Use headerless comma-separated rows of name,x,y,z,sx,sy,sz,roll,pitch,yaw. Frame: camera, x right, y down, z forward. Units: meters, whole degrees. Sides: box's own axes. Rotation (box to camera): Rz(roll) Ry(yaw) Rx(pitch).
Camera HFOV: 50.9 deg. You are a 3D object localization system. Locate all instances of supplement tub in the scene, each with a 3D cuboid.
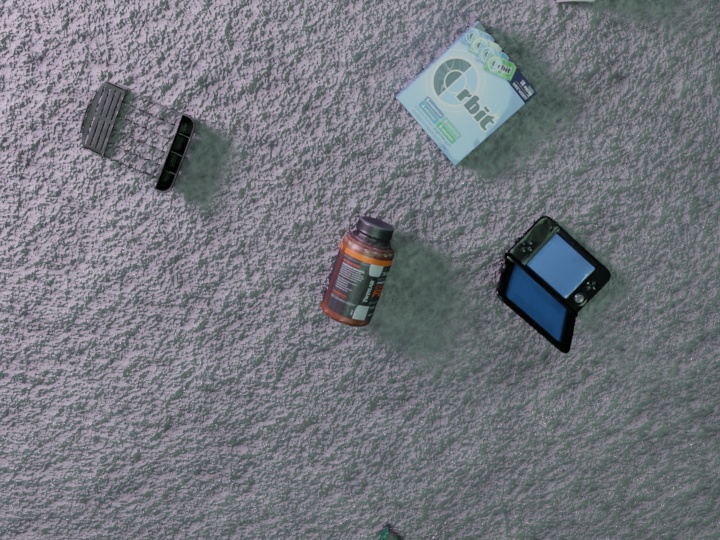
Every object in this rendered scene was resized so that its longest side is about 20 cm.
supplement tub,0.000,0.000,1.461,0.106,0.107,0.201,17,107,-7

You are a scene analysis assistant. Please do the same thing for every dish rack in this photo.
dish rack,-0.414,-0.251,1.393,0.199,0.055,0.154,23,105,-9

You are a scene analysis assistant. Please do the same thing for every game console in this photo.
game console,0.381,0.026,1.478,0.200,0.116,0.176,39,103,-14

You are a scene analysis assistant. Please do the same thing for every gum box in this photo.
gum box,0.194,-0.324,1.396,0.200,0.045,0.170,-41,104,11

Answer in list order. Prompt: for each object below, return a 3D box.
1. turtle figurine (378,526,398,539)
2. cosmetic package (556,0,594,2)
turtle figurine,0.111,0.667,1.684,0.200,0.101,0.150,36,89,3
cosmetic package,0.379,-0.569,1.305,0.050,0.083,0.201,-2,108,-4
